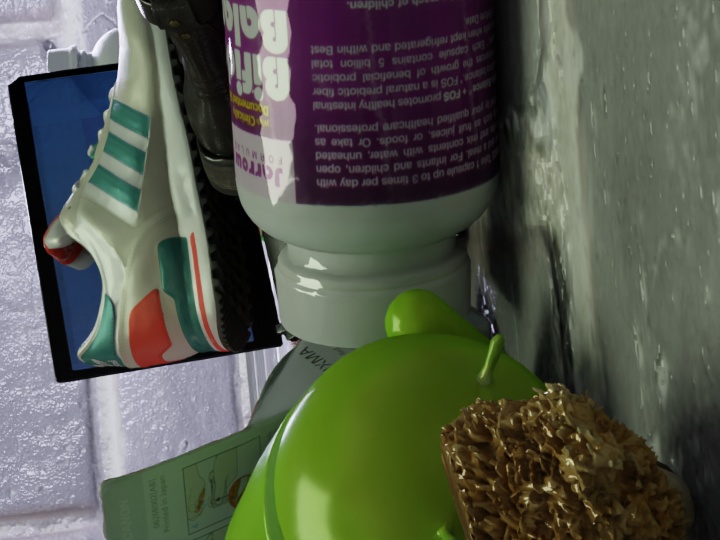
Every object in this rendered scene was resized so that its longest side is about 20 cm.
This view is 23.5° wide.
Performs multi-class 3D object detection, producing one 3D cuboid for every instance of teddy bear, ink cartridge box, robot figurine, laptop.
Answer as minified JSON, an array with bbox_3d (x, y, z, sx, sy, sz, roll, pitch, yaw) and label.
[{"bbox_3d":[0.080,0.128,0.477,0.145,0.066,0.201,79,175,-57],"label":"teddy bear"},{"bbox_3d":[-0.030,0.113,0.773,0.050,0.199,0.163,36,136,47],"label":"ink cartridge box"},{"bbox_3d":[0.013,0.098,0.638,0.200,0.115,0.177,118,167,-60],"label":"robot figurine"},{"bbox_3d":[-0.069,-0.059,0.868,0.199,0.103,0.178,-31,63,37],"label":"laptop"}]

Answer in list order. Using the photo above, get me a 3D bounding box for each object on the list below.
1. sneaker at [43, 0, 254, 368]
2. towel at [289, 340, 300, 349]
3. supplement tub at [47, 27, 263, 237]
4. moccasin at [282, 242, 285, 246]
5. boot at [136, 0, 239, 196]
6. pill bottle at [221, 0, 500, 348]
[{"bbox_3d":[-0.114,-0.047,0.836,0.070,0.093,0.201,49,-153,-69],"label":"sneaker"},{"bbox_3d":[-0.007,0.085,1.068,0.147,0.030,0.201,60,-166,-54],"label":"towel"},{"bbox_3d":[-0.098,-0.091,1.132,0.145,0.198,0.146,174,90,-83],"label":"supplement tub"},{"bbox_3d":[0.000,0.000,0.942,0.068,0.080,0.201,-71,-31,-66],"label":"moccasin"},{"bbox_3d":[-0.065,-0.151,0.775,0.175,0.069,0.201,69,-167,-45],"label":"boot"},{"bbox_3d":[0.001,-0.076,0.706,0.112,0.111,0.202,-117,23,-71],"label":"pill bottle"}]
